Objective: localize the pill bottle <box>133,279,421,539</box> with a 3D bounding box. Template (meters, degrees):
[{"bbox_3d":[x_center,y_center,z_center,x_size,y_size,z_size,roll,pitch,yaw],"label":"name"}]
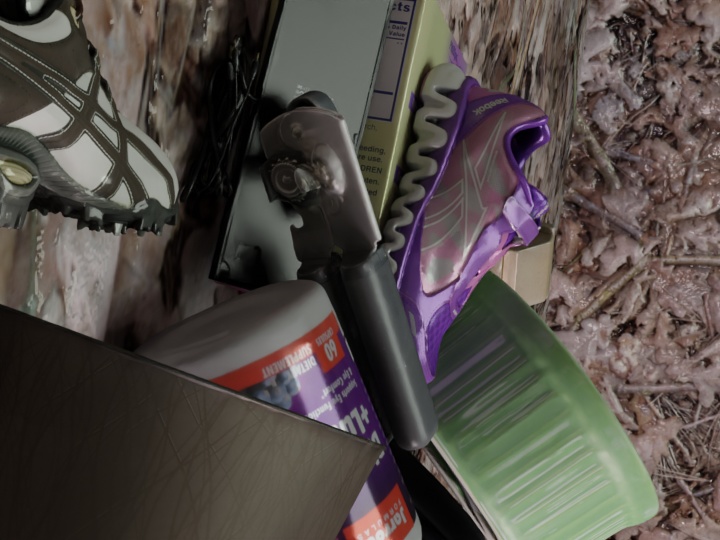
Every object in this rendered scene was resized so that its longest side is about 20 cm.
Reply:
[{"bbox_3d":[-0.034,0.115,0.680,0.200,0.111,0.111,68,22,-11],"label":"pill bottle"}]

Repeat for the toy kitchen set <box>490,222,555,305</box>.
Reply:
[{"bbox_3d":[0.054,0.034,1.029,0.181,0.163,0.200,-62,157,-52],"label":"toy kitchen set"}]

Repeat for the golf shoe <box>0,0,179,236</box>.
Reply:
[{"bbox_3d":[-0.112,-0.062,0.468,0.200,0.078,0.095,1,98,-77],"label":"golf shoe"}]

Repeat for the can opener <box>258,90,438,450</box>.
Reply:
[{"bbox_3d":[0.000,0.000,0.719,0.067,0.053,0.200,-46,123,-55],"label":"can opener"}]

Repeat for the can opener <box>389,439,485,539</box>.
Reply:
[{"bbox_3d":[0.008,0.132,0.907,0.079,0.200,0.063,-46,-177,-27],"label":"can opener"}]

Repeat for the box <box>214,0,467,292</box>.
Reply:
[{"bbox_3d":[-0.006,-0.070,0.854,0.176,0.096,0.200,28,73,-75],"label":"box"}]

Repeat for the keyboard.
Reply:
[{"bbox_3d":[-0.047,-0.088,0.741,0.104,0.040,0.200,18,84,-38],"label":"keyboard"}]

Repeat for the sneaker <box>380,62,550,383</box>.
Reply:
[{"bbox_3d":[0.064,-0.026,0.783,0.081,0.088,0.201,61,43,-71],"label":"sneaker"}]

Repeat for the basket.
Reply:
[{"bbox_3d":[-0.105,0.133,0.510,0.136,0.180,0.200,4,-108,66],"label":"basket"}]

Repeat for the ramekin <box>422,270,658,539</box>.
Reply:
[{"bbox_3d":[0.096,0.106,0.866,0.098,0.200,0.200,-35,157,-5],"label":"ramekin"}]
